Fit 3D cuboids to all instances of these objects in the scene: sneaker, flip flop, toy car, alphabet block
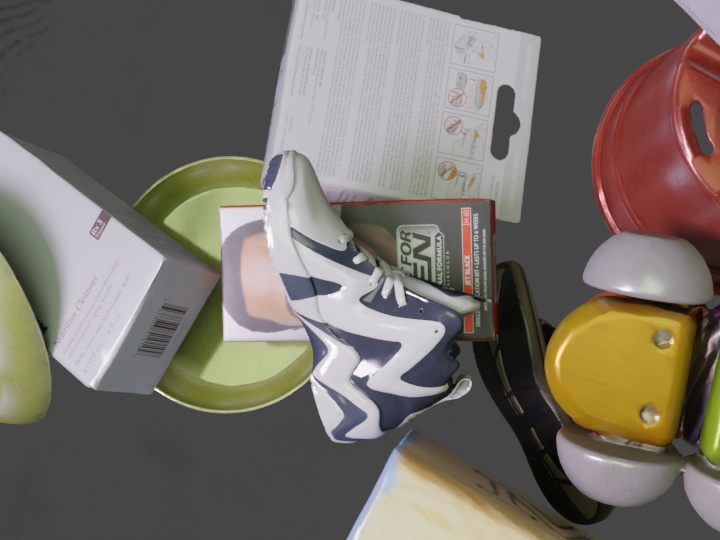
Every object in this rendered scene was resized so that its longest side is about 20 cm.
[{"bbox_3d":[0.017,0.007,0.693,0.128,0.079,0.201,-15,92,9],"label":"sneaker"},{"bbox_3d":[0.143,0.088,0.782,0.057,0.081,0.202,-16,73,-30],"label":"flip flop"},{"bbox_3d":[0.227,0.070,0.701,0.198,0.150,0.177,12,97,16],"label":"toy car"},{"bbox_3d":[0.071,0.245,0.712,0.199,0.196,0.197,28,90,8],"label":"alphabet block"}]

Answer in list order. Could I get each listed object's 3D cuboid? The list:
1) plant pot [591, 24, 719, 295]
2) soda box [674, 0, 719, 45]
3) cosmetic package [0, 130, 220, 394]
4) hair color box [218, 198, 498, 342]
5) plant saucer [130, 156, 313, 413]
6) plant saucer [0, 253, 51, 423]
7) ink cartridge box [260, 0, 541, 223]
[{"bbox_3d":[0.269,-0.091,0.717,0.198,0.195,0.203,-1,85,7],"label":"plant pot"},{"bbox_3d":[0.270,-0.119,0.586,0.064,0.068,0.200,-43,82,1],"label":"soda box"},{"bbox_3d":[-0.217,-0.007,0.793,0.199,0.081,0.114,32,94,24],"label":"cosmetic package"},{"bbox_3d":[0.000,0.000,0.766,0.198,0.061,0.103,-2,93,11],"label":"hair color box"},{"bbox_3d":[-0.104,0.011,0.833,0.197,0.031,0.203,0,86,6],"label":"plant saucer"},{"bbox_3d":[-0.305,0.033,0.783,0.031,0.200,0.200,-33,80,-39],"label":"plant saucer"},{"bbox_3d":[0.032,-0.126,0.820,0.198,0.057,0.164,12,76,-13],"label":"ink cartridge box"}]
